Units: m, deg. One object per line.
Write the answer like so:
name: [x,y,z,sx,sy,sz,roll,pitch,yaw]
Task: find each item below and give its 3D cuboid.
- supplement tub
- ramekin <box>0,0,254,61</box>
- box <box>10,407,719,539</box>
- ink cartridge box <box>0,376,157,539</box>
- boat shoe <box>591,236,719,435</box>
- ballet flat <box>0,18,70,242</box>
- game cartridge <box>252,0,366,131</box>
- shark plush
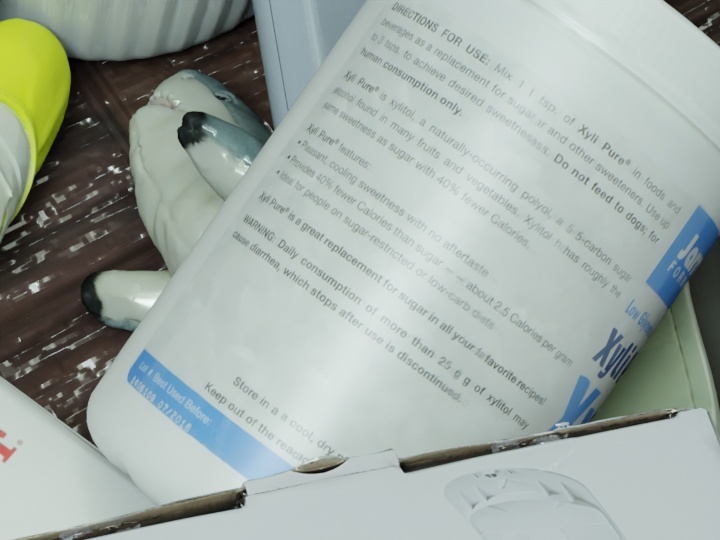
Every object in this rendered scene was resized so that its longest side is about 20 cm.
supplement tub: [0.021,0.002,0.742,0.132,0.132,0.201,36,89,10]
ramekin: [-0.094,-0.173,0.898,0.198,0.105,0.202,4,61,-8]
box: [-0.012,0.124,0.612,0.198,0.177,0.097,-9,65,-17]
ink cartridge box: [-0.083,0.152,0.732,0.199,0.084,0.146,36,62,9]
boat shoe: [0.094,0.007,0.836,0.071,0.061,0.203,-10,54,17]
ballet flat: [-0.160,-0.009,0.813,0.200,0.067,0.067,-41,36,-23]
game cartridge: [0.030,-0.115,0.861,0.041,0.134,0.200,10,26,35]
shark plush: [0.000,0.000,0.845,0.199,0.091,0.083,28,30,11]
